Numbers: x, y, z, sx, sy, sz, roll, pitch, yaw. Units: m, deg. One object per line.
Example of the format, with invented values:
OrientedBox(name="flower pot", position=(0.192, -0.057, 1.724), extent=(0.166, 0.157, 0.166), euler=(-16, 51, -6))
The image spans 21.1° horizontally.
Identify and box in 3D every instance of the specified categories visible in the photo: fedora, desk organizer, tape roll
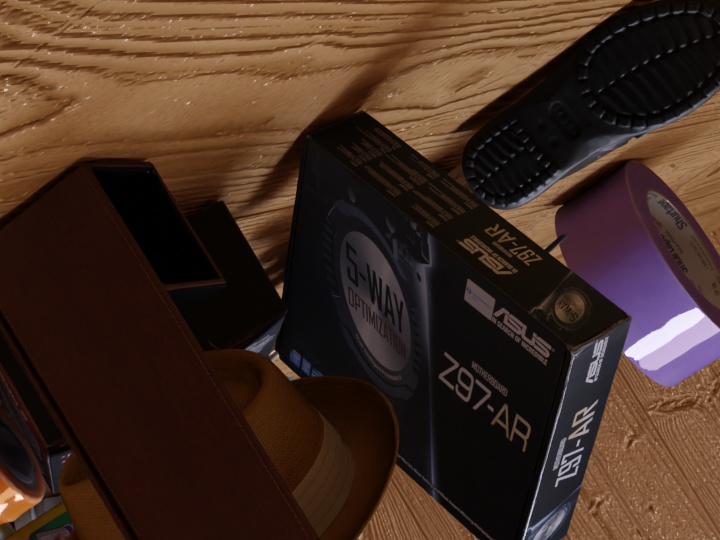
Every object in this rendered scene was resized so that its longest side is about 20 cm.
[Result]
OrientedBox(name="fedora", position=(-0.081, 0.099, 0.953), extent=(0.200, 0.082, 0.201), euler=(-23, -151, 14))
OrientedBox(name="desk organizer", position=(-0.085, 0.053, 0.854), extent=(0.077, 0.200, 0.072), euler=(-36, 170, 19))
OrientedBox(name="tape roll", position=(0.273, 0.003, 1.808), extent=(0.085, 0.200, 0.200), euler=(-35, 171, 22))

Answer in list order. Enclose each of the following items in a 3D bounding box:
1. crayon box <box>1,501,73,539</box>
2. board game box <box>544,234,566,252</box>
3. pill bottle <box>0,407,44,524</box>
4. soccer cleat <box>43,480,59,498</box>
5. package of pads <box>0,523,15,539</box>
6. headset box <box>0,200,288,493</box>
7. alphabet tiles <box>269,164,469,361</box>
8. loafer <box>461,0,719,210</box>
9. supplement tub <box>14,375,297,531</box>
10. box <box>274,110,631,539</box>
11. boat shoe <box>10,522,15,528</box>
OrientedBox(name="crayon box", position=(-0.144, 0.187, 1.207), extent=(0.200, 0.119, 0.058), euler=(-33, 176, 34))
OrientedBox(name="board game box", position=(0.095, 0.042, 1.343), extent=(0.158, 0.039, 0.200), euler=(-42, 177, 4))
OrientedBox(name="pill bottle", position=(-0.271, 0.146, 1.045), extent=(0.200, 0.106, 0.106), euler=(-32, 172, 5))
OrientedBox(name="soccer cleat", position=(-0.146, 0.072, 1.221), extent=(0.200, 0.069, 0.085), euler=(-32, 164, -19))
OrientedBox(name="package of pads", position=(-0.307, 0.219, 1.298), extent=(0.155, 0.068, 0.200), euler=(-59, 176, -9))
OrientedBox(name="headset box", position=(-0.126, 0.045, 1.077), extent=(0.148, 0.075, 0.200), euler=(-30, 171, -13))
OrientedBox(name="alphabet tiles", position=(0.000, 0.000, 1.331), extent=(0.200, 0.015, 0.196), euler=(-41, 176, 3))
OrientedBox(name="loafer", position=(0.153, -0.112, 1.215), extent=(0.200, 0.073, 0.071), euler=(-29, -177, 22))
OrientedBox(name="supplement tub", position=(-0.124, 0.153, 1.325), extent=(0.199, 0.145, 0.145), euler=(-11, -177, 30))
OrientedBox(name="box", position=(0.041, 0.035, 1.016), extent=(0.043, 0.200, 0.161), euler=(-26, 142, -35))
OrientedBox(name="boat shoe", position=(-0.264, 0.198, 1.480), extent=(0.200, 0.073, 0.063), euler=(-26, 173, -29))
